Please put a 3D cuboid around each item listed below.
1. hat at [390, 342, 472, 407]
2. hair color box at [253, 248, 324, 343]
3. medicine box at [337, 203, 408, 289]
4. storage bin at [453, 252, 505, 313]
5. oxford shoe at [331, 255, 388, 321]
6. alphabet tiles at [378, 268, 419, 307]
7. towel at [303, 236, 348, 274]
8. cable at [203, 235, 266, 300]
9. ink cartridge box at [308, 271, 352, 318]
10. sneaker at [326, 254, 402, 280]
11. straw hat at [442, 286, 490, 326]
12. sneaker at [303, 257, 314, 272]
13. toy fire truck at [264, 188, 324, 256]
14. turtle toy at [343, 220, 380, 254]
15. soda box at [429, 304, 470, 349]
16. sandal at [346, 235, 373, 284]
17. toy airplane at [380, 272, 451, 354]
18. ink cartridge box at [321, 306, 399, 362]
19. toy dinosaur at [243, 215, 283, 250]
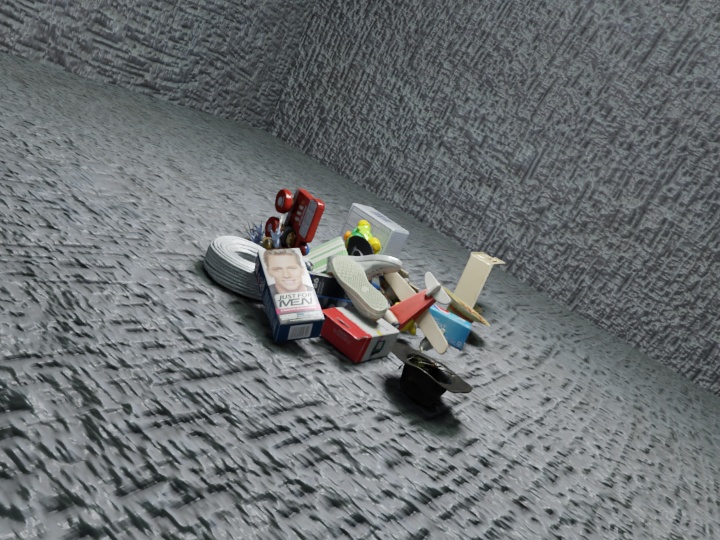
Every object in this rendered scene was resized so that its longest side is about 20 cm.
[{"bbox_3d":[0.132,0.232,1.262,0.197,0.083,0.201,28,6,-3],"label":"hat"},{"bbox_3d":[-0.151,0.047,1.252,0.097,0.061,0.203,-4,48,-25],"label":"hair color box"},{"bbox_3d":[0.024,-0.075,1.876,0.181,0.204,0.102,35,17,32],"label":"medicine box"},{"bbox_3d":[0.424,0.046,2.175,0.092,0.205,0.197,28,14,24],"label":"storage bin"},{"bbox_3d":[-0.008,0.043,1.389,0.074,0.059,0.201,-22,54,-28],"label":"oxford shoe"},{"bbox_3d":[0.106,0.061,1.648,0.006,0.204,0.165,-34,46,-24],"label":"alphabet tiles"},{"bbox_3d":[-0.106,-0.028,1.660,0.201,0.149,0.024,-115,180,-68],"label":"towel"},{"bbox_3d":[-0.264,-0.007,1.398,0.197,0.071,0.199,32,15,18],"label":"cable"},{"bbox_3d":[-0.094,0.059,1.408,0.197,0.103,0.039,10,7,-44],"label":"ink cartridge box"},{"bbox_3d":[0.009,0.010,1.520,0.193,0.087,0.073,-1,-23,10],"label":"sneaker"},{"bbox_3d":[0.301,0.144,1.852,0.199,0.086,0.201,38,8,-6],"label":"straw hat"},{"bbox_3d":[-0.146,0.006,1.481,0.068,0.076,0.200,-7,3,-4],"label":"sneaker"},{"bbox_3d":[-0.177,-0.124,1.690,0.110,0.205,0.168,12,18,-37],"label":"toy fire truck"},{"bbox_3d":[0.004,-0.037,1.732,0.098,0.205,0.147,-16,33,-8],"label":"turtle toy"},{"bbox_3d":[0.218,0.144,1.736,0.196,0.069,0.064,28,15,4],"label":"soda box"},{"bbox_3d":[0.001,0.000,1.612,0.074,0.207,0.043,-10,-16,17],"label":"sandal"},{"bbox_3d":[0.132,0.103,1.504,0.193,0.205,0.143,9,-31,8],"label":"toy airplane"},{"bbox_3d":[-0.010,0.140,1.345,0.115,0.069,0.198,34,15,27],"label":"ink cartridge box"},{"bbox_3d":[-0.265,-0.066,1.599,0.102,0.206,0.182,7,-25,-11],"label":"toy dinosaur"}]
